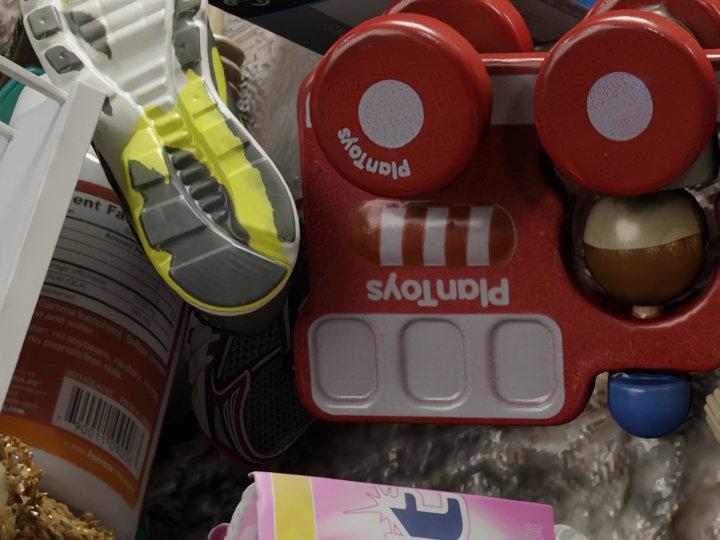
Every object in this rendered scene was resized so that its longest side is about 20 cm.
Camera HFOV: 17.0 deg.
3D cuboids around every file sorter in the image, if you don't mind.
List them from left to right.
[{"bbox_3d":[-0.210,-0.007,0.913,0.200,0.124,0.139,-26,43,54],"label":"file sorter"}]

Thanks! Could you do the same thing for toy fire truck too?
[{"bbox_3d":[0.070,-0.021,0.914,0.199,0.112,0.169,1,105,14],"label":"toy fire truck"}]

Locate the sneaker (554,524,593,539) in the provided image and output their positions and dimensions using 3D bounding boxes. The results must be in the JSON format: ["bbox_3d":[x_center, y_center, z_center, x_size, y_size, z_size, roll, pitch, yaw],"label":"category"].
[{"bbox_3d":[0.092,0.191,0.844,0.130,0.079,0.199,-48,57,8],"label":"sneaker"}]

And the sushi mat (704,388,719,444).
[{"bbox_3d":[0.169,0.064,0.808,0.096,0.012,0.200,-50,21,16],"label":"sushi mat"}]

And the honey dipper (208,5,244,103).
[{"bbox_3d":[-0.067,-0.157,1.164,0.038,0.038,0.201,-11,65,41],"label":"honey dipper"}]

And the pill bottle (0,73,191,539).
[{"bbox_3d":[-0.128,0.020,1.011,0.112,0.112,0.201,-17,48,38],"label":"pill bottle"}]

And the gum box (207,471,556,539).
[{"bbox_3d":[0.011,0.165,0.814,0.066,0.113,0.201,122,151,-49],"label":"gum box"}]

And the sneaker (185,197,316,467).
[{"bbox_3d":[0.000,0.000,1.007,0.200,0.080,0.075,-55,48,12],"label":"sneaker"}]

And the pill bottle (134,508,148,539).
[{"bbox_3d":[-0.161,0.060,1.112,0.113,0.113,0.201,-30,56,32],"label":"pill bottle"}]

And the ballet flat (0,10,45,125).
[{"bbox_3d":[-0.136,-0.114,1.169,0.200,0.068,0.076,-35,30,53],"label":"ballet flat"}]

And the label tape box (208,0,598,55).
[{"bbox_3d":[-0.009,-0.133,1.021,0.199,0.144,0.064,-10,69,42],"label":"label tape box"}]

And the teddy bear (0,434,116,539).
[{"bbox_3d":[-0.104,0.144,0.919,0.200,0.067,0.145,36,122,2],"label":"teddy bear"}]

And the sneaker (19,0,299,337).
[{"bbox_3d":[-0.082,-0.058,0.953,0.074,0.085,0.201,-18,66,-8],"label":"sneaker"}]
